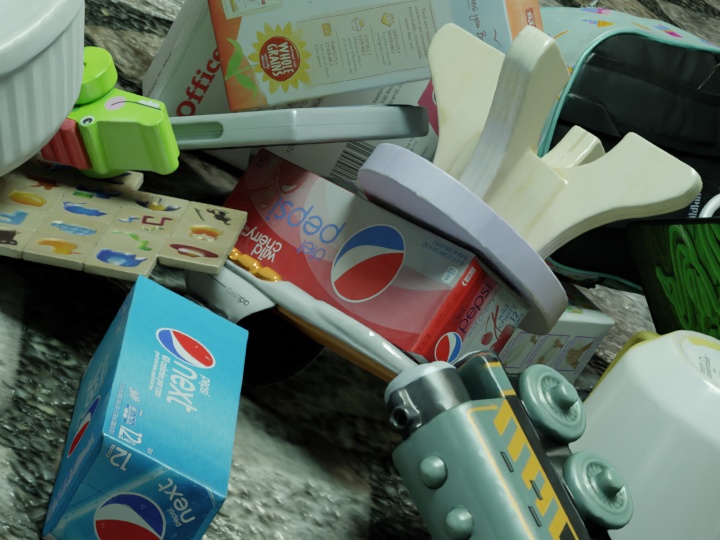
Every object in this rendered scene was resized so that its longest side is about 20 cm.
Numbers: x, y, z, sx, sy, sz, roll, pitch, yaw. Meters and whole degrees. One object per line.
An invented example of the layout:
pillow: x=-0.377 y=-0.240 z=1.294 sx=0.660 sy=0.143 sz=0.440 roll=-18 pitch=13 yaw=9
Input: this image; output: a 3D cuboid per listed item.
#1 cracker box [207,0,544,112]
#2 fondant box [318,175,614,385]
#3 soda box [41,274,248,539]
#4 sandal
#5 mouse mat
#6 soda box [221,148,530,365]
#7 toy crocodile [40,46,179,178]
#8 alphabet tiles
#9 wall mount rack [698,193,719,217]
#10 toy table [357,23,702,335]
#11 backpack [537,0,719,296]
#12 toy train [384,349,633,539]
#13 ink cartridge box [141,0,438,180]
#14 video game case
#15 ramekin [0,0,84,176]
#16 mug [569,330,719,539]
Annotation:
cracker box: x=0.004 y=-0.178 z=1.762 sx=0.199 sy=0.134 sz=0.058 roll=-7 pitch=8 yaw=27
fondant box: x=0.047 y=0.007 z=1.817 sx=0.200 sy=0.058 sz=0.144 roll=4 pitch=33 yaw=-51
soda box: x=-0.102 y=0.077 z=1.415 sx=0.068 sy=0.064 sz=0.200 roll=28 pitch=20 yaw=-10
sandal: x=-0.048 y=0.036 z=1.583 sx=0.206 sy=0.059 sz=0.079 roll=29 pitch=-8 yaw=43
mouse mat: x=0.217 y=0.064 z=1.633 sx=0.008 sy=0.201 sz=0.161 roll=-21 pitch=9 yaw=-23
soda box: x=0.000 y=0.000 z=1.646 sx=0.200 sy=0.070 sz=0.063 roll=27 pitch=-10 yaw=45
toy crocodile: x=-0.184 y=-0.093 z=1.630 sx=0.200 sy=0.068 sz=0.062 roll=21 pitch=51 yaw=31
alphabet tiles: x=-0.166 y=-0.034 z=1.578 sx=0.199 sy=0.008 sz=0.167 roll=11 pitch=19 yaw=3
wall mount rack: x=0.233 y=0.048 z=1.794 sx=0.173 sy=0.201 sz=0.074 roll=2 pitch=-5 yaw=-40
toy table: x=0.088 y=-0.052 z=1.643 sx=0.184 sy=0.117 sz=0.200 roll=35 pitch=-9 yaw=13
backpack: x=0.139 y=-0.083 z=1.834 sx=0.153 sy=0.176 sz=0.200 roll=24 pitch=10 yaw=33
toy train: x=0.083 y=0.130 z=1.479 sx=0.114 sy=0.085 sz=0.200 roll=-1 pitch=59 yaw=-52
ink cartridge box: x=-0.026 y=-0.129 z=1.907 sx=0.199 sy=0.145 sz=0.084 roll=25 pitch=17 yaw=-17
video game case: x=-0.078 y=-0.084 z=1.738 sx=0.181 sy=0.022 sz=0.200 roll=-2 pitch=2 yaw=24
ramekin: x=-0.239 y=-0.122 z=1.544 sx=0.201 sy=0.094 sz=0.203 roll=-3 pitch=40 yaw=3
mug: x=0.157 y=0.107 z=1.592 sx=0.149 sy=0.153 sz=0.187 roll=8 pitch=29 yaw=-47
